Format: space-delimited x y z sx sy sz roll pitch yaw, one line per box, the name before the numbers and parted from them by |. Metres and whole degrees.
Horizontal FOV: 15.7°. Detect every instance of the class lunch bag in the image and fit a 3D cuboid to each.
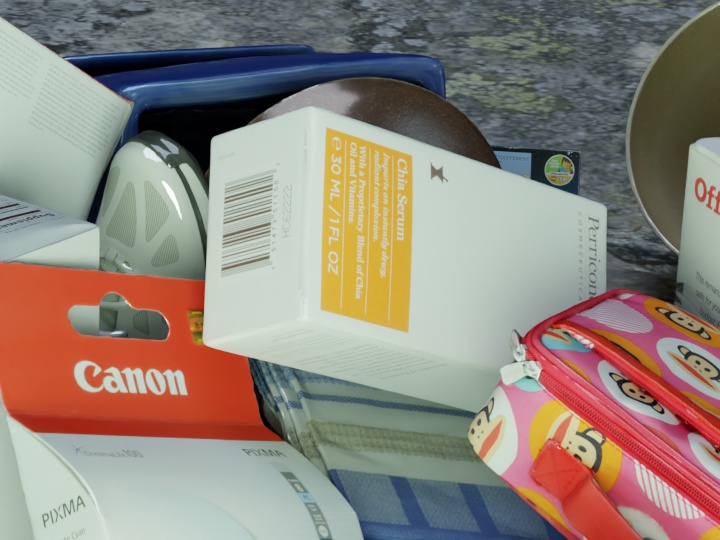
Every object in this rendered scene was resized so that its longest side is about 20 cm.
lunch bag | 0.145 0.097 1.112 0.200 0.082 0.176 38 23 18

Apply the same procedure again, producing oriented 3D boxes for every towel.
towel | 0.018 0.072 1.268 0.147 0.024 0.200 7 35 -28

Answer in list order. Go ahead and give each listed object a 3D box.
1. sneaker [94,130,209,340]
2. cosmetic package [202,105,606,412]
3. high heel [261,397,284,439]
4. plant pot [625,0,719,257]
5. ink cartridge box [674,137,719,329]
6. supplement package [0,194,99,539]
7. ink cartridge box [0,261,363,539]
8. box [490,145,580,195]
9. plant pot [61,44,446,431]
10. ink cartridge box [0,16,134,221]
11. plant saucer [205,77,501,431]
sneaker | -0.128 0.036 1.261 0.115 0.201 0.076 -20 35 -40
cosmetic package | 0.025 0.001 1.208 0.200 0.102 0.071 15 -21 -42
high heel | 0.043 0.066 1.376 0.199 0.067 0.096 5 30 -10
plant pot | 0.279 -0.064 1.646 0.200 0.201 0.134 12 -13 22
ink cartridge box | 0.217 0.049 1.270 0.084 0.200 0.146 -5 22 -20
supplement package | -0.238 0.061 1.183 0.200 0.192 0.147 17 25 34
ink cartridge box | -0.072 0.086 1.108 0.047 0.200 0.160 -27 -21 36
box | 0.050 -0.056 1.650 0.136 0.038 0.200 2 -1 -9
plant pot | -0.078 -0.028 1.453 0.200 0.201 0.180 -6 16 -26
ink cartridge box | -0.244 -0.099 1.274 0.175 0.084 0.200 16 -10 34
plant saucer | 0.000 0.000 1.367 0.200 0.201 0.037 -7 22 -26
